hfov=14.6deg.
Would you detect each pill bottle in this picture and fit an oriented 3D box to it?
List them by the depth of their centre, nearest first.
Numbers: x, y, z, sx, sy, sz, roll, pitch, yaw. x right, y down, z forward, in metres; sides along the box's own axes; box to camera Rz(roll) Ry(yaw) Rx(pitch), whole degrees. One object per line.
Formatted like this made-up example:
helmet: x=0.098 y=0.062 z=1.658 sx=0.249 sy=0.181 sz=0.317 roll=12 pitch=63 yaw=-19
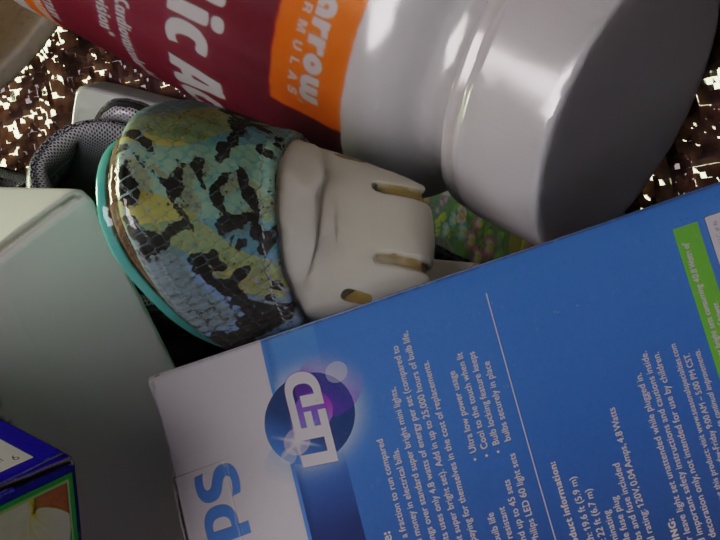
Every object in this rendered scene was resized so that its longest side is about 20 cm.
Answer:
pill bottle: x=-0.004 y=-0.090 z=0.825 sx=0.200 sy=0.114 sz=0.114 roll=28 pitch=112 yaw=25

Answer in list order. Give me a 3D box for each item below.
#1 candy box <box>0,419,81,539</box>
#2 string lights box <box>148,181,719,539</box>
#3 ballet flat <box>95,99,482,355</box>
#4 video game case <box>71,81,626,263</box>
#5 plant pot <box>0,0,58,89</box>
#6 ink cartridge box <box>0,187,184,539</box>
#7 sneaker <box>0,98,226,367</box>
candy box: x=-0.141 y=0.122 z=0.725 sx=0.169 sy=0.077 sz=0.200 roll=21 pitch=125 yaw=43
string lights box: x=0.055 y=0.049 z=0.720 sx=0.200 sy=0.059 sz=0.103 roll=-19 pitch=66 yaw=10
ballet flat: x=0.000 y=0.000 z=0.783 sx=0.074 sy=0.200 sz=0.074 roll=-7 pitch=71 yaw=22
video game case: x=-0.015 y=0.028 z=0.910 sx=0.200 sy=0.018 sz=0.143 roll=15 pitch=106 yaw=28
plant pot: x=-0.215 y=-0.147 z=0.915 sx=0.183 sy=0.200 sz=0.201 roll=6 pitch=101 yaw=42
ink cartridge box: x=-0.133 y=0.055 z=0.832 sx=0.200 sy=0.084 sz=0.146 roll=3 pitch=125 yaw=49
sneaker: x=-0.102 y=-0.014 z=0.873 sx=0.200 sy=0.076 sz=0.114 roll=26 pitch=151 yaw=20
